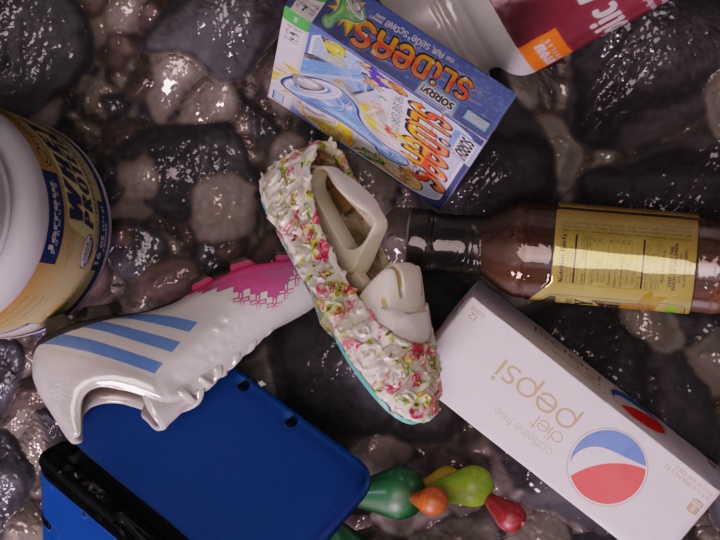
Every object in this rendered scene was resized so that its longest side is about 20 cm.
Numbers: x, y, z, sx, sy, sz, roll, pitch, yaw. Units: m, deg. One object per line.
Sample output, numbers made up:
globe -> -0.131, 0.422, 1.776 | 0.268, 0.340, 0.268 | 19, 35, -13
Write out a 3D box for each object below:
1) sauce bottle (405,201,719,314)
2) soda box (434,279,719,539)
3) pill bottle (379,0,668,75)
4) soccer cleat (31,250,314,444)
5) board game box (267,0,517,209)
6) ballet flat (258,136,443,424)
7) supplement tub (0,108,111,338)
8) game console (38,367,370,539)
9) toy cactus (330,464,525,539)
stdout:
sauce bottle -> 0.129, -0.011, 1.303 | 0.200, 0.065, 0.065 | 6, 101, 7
soda box -> 0.131, 0.096, 1.323 | 0.200, 0.064, 0.068 | 38, 103, 0
pill bottle -> 0.114, -0.188, 1.249 | 0.200, 0.114, 0.114 | -28, 95, 12
soccer cleat -> -0.107, 0.053, 1.323 | 0.200, 0.070, 0.086 | -18, 71, -6
board game box -> 0.014, -0.104, 1.236 | 0.135, 0.200, 0.034 | 33, 79, 2
ballet flat -> 0.000, 0.000, 1.283 | 0.064, 0.076, 0.200 | -47, 63, 31
supplement tub -> -0.245, -0.031, 1.272 | 0.144, 0.200, 0.145 | 0, 88, 10
game console -> -0.103, 0.168, 1.347 | 0.200, 0.118, 0.171 | 35, 136, 33
toy cactus -> -0.005, 0.172, 1.354 | 0.200, 0.102, 0.165 | -43, 73, 15
